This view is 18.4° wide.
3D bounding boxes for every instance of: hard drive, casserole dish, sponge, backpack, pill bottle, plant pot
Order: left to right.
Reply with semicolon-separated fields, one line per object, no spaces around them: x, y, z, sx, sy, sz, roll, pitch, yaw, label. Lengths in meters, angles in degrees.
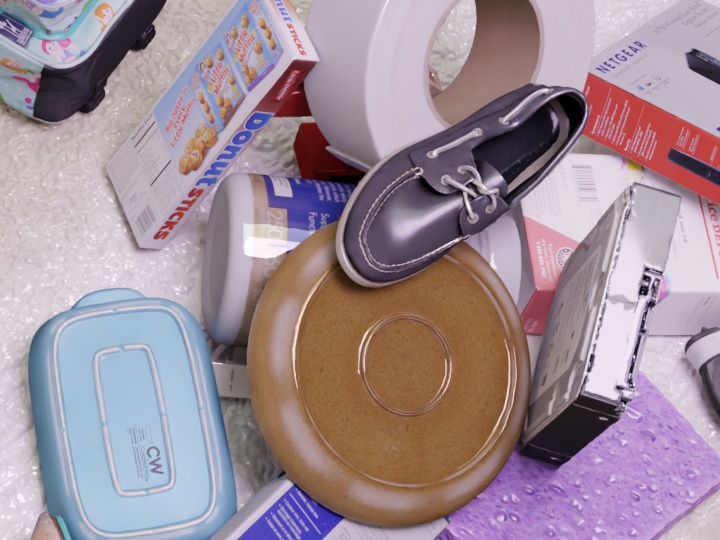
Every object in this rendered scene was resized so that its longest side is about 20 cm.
-0.244;-0.223;1.547;0.199;0.151;0.178;28;57;8;backpack
-0.145;0.100;1.412;0.120;0.039;0.201;-8;71;-11;casserole dish
0.000;0.000;1.492;0.199;0.116;0.116;5;58;-13;pill bottle
0.025;0.061;1.409;0.199;0.027;0.201;3;82;-24;plant pot
0.146;0.151;1.492;0.200;0.030;0.112;-33;72;-29;sponge
0.147;0.038;1.407;0.038;0.200;0.140;16;75;-4;hard drive

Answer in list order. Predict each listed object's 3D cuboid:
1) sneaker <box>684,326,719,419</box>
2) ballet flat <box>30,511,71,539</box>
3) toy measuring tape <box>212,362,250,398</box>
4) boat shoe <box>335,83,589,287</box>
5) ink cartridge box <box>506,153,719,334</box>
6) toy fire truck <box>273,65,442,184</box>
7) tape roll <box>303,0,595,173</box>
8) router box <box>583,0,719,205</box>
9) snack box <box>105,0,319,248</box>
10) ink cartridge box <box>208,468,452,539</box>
0.331;0.080;1.573;0.199;0.067;0.091;-4;63;-14;sneaker
-0.180;0.238;1.323;0.067;0.068;0.201;-16;63;-16;ballet flat
-0.019;0.088;1.456;0.199;0.074;0.074;9;57;-11;toy measuring tape
0.067;-0.060;1.401;0.200;0.063;0.073;-36;99;-29;boat shoe
0.202;-0.018;1.591;0.199;0.068;0.117;1;59;-14;ink cartridge box
0.014;-0.110;1.548;0.199;0.141;0.049;-5;60;-19;toy fire truck
0.060;-0.147;1.465;0.202;0.203;0.071;-29;36;-29;tape roll
0.270;-0.118;1.623;0.179;0.049;0.200;29;34;19;router box
-0.102;-0.102;1.478;0.024;0.200;0.072;2;52;-42;snack box
-0.038;0.184;1.394;0.200;0.039;0.100;-41;99;-31;ink cartridge box
